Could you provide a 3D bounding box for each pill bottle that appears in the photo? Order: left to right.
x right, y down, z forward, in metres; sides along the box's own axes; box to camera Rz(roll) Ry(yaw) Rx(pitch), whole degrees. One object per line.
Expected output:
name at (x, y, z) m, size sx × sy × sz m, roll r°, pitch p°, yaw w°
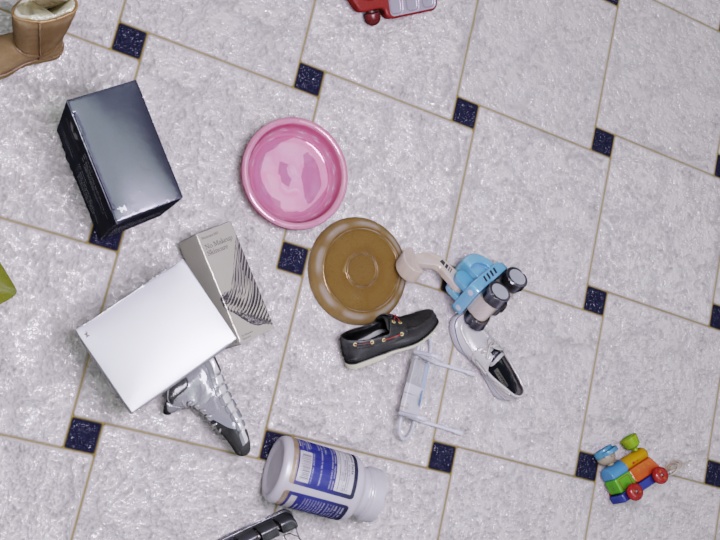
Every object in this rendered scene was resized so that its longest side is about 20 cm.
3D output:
pill bottle at (-0.061, 0.366, 1.617) m, size 0.198 × 0.116 × 0.117 m, roll 20°, pitch 78°, yaw -19°

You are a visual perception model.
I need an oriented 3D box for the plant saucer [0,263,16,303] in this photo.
plant saucer at (-0.668, -0.002, 1.442) m, size 0.199 × 0.048 × 0.201 m, roll -32°, pitch 97°, yaw -22°

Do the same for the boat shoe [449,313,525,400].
boat shoe at (0.246, 0.165, 1.788) m, size 0.072 × 0.066 × 0.201 m, roll -34°, pitch 96°, yaw -23°

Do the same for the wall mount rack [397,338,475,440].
wall mount rack at (0.140, 0.228, 1.741) m, size 0.173 × 0.074 × 0.202 m, roll 30°, pitch 71°, yaw -56°

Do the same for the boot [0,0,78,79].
boot at (-0.533, -0.368, 1.450) m, size 0.174 × 0.200 × 0.067 m, roll -27°, pitch 95°, yaw -22°

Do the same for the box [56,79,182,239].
box at (-0.388, -0.171, 1.491) m, size 0.117 × 0.200 × 0.199 m, roll -23°, pitch 94°, yaw -22°

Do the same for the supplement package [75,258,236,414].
supplement package at (-0.325, 0.108, 1.493) m, size 0.199 × 0.111 × 0.156 m, roll -35°, pitch 90°, yaw -17°

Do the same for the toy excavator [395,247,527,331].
toy excavator at (0.184, 0.015, 1.761) m, size 0.200 × 0.100 × 0.194 m, roll 46°, pitch 45°, yaw 12°

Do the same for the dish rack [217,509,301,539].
dish rack at (-0.151, 0.532, 1.600) m, size 0.152 × 0.054 × 0.202 m, roll -19°, pitch 94°, yaw -21°

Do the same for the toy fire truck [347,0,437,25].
toy fire truck at (0.048, -0.557, 1.765) m, size 0.198 × 0.112 × 0.170 m, roll -19°, pitch 110°, yaw -22°

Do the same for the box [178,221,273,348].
box at (-0.229, 0.025, 1.599) m, size 0.082 × 0.068 × 0.202 m, roll -27°, pitch 96°, yaw -39°

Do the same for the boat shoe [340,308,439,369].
boat shoe at (0.056, 0.113, 1.708) m, size 0.200 × 0.074 × 0.064 m, roll -21°, pitch 114°, yaw -19°

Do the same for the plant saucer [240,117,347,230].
plant saucer at (-0.122, -0.171, 1.680) m, size 0.198 × 0.051 × 0.203 m, roll 2°, pitch 84°, yaw -23°

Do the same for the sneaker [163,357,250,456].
sneaker at (-0.270, 0.237, 1.576) m, size 0.115 × 0.075 × 0.202 m, roll -24°, pitch 84°, yaw -17°

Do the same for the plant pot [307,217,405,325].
plant pot at (0.000, 0.000, 1.726) m, size 0.198 × 0.027 × 0.203 m, roll 2°, pitch 85°, yaw -22°

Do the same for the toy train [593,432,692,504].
toy train at (0.572, 0.381, 1.900) m, size 0.199 × 0.085 × 0.117 m, roll -25°, pitch 81°, yaw -22°
